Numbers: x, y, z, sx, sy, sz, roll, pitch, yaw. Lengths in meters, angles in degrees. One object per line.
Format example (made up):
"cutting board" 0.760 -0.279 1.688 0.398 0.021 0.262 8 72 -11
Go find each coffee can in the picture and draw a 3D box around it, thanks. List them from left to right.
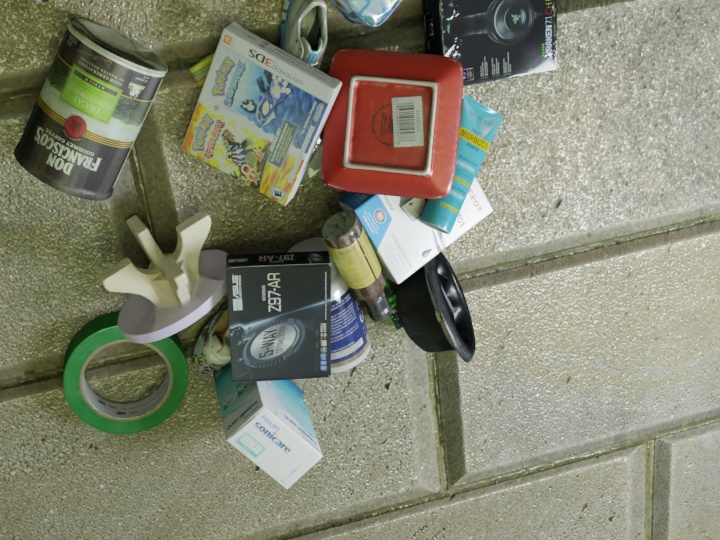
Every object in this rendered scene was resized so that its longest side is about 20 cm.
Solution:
"coffee can" -0.372 -0.221 1.408 0.144 0.147 0.202 22 107 -24

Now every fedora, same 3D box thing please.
"fedora" 0.117 0.065 1.683 0.090 0.202 0.202 -19 121 17

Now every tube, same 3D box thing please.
"tube" 0.150 -0.158 1.548 0.077 0.050 0.203 23 87 -31

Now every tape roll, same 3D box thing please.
"tape roll" -0.378 0.167 1.647 0.196 0.048 0.204 -7 117 -13

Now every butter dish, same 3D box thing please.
"butter dish" 0.052 -0.216 1.509 0.195 0.148 0.204 6 98 9

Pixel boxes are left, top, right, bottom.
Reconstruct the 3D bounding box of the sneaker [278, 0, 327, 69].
"sneaker" -0.086 -0.307 1.478 0.074 0.087 0.204 -1 114 -22

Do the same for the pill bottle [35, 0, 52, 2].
"pill bottle" -0.344 -0.423 1.339 0.196 0.112 0.114 -12 118 -10

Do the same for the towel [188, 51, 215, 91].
"towel" -0.174 -0.239 1.532 0.085 0.018 0.202 -26 120 3

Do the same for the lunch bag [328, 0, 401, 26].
"lunch bag" -0.007 -0.457 1.429 0.199 0.082 0.162 38 91 -27

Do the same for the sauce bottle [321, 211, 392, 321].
"sauce bottle" 0.000 0.000 1.576 0.064 0.065 0.202 -26 130 -2

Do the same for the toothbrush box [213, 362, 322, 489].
"toothbrush box" -0.153 0.232 1.656 0.085 0.201 0.146 -41 119 7

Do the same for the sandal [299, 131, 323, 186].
"sandal" -0.047 -0.211 1.551 0.079 0.057 0.203 30 95 -28

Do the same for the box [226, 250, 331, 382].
"box" -0.124 0.071 1.562 0.157 0.044 0.204 -2 117 -7

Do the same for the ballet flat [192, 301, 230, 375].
"ballet flat" -0.211 0.097 1.651 0.071 0.072 0.202 28 105 -25

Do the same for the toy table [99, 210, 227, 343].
"toy table" -0.291 0.005 1.531 0.200 0.182 0.118 -43 138 -23

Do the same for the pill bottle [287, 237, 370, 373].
"pill bottle" -0.057 0.054 1.649 0.109 0.111 0.203 -19 119 -6

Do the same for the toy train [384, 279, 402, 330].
"toy train" 0.026 0.016 1.686 0.041 0.057 0.202 -31 120 1

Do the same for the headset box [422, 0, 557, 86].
"headset box" 0.185 -0.379 1.522 0.196 0.093 0.177 -10 117 -11

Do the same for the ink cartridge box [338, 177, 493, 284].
"ink cartridge box" 0.088 -0.101 1.605 0.199 0.086 0.148 -36 112 -8

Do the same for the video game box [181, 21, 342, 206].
"video game box" -0.145 -0.223 1.470 0.180 0.047 0.202 29 118 4
